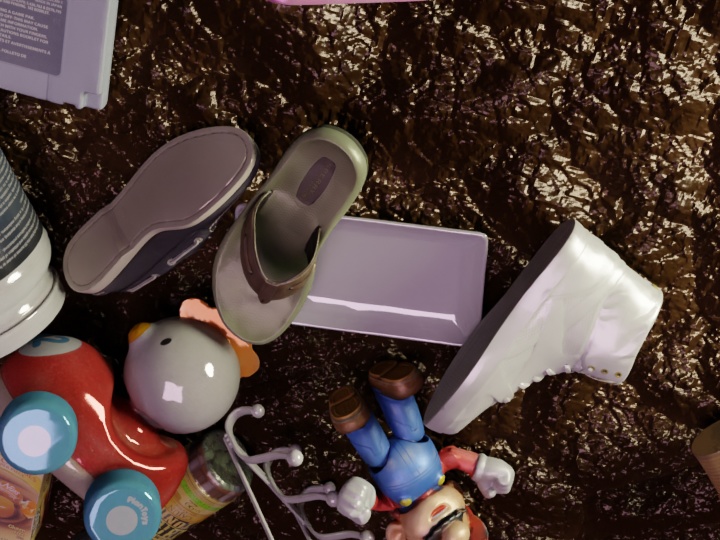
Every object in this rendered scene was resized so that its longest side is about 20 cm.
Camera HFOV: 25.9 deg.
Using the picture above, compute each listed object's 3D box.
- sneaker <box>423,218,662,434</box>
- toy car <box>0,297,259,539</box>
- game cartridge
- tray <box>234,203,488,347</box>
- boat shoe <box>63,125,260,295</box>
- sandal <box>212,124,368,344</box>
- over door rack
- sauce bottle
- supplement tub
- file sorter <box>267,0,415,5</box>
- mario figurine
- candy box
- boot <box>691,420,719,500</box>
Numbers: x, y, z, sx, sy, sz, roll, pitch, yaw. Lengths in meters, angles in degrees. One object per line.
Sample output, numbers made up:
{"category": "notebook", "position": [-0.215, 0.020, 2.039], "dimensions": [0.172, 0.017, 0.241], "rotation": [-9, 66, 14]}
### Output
{"category": "sneaker", "position": [0.145, 0.071, 1.201], "dimensions": [0.115, 0.074, 0.200], "rotation": [35, 109, -11]}
{"category": "toy car", "position": [-0.176, 0.088, 1.270], "dimensions": [0.200, 0.184, 0.177], "rotation": [-43, 107, 3]}
{"category": "game cartridge", "position": [-0.276, -0.203, 1.158], "dimensions": [0.199, 0.042, 0.134], "rotation": [16, 120, 2]}
{"category": "tray", "position": [0.000, 0.000, 1.235], "dimensions": [0.199, 0.022, 0.108], "rotation": [7, 124, 8]}
{"category": "boat shoe", "position": [-0.147, -0.045, 1.230], "dimensions": [0.200, 0.073, 0.063], "rotation": [-35, 152, 24]}
{"category": "sandal", "position": [-0.061, -0.022, 1.186], "dimensions": [0.079, 0.057, 0.202], "rotation": [25, 124, -4]}
{"category": "over door rack", "position": [-0.040, 0.217, 1.261], "dimensions": [0.066, 0.201, 0.148], "rotation": [-27, 134, 10]}
{"category": "sauce bottle", "position": [-0.181, 0.211, 1.387], "dimensions": [0.065, 0.065, 0.200], "rotation": [44, 122, -16]}
{"category": "supplement tub", "position": [-0.327, -0.037, 1.212], "dimensions": [0.140, 0.141, 0.201], "rotation": [-14, 118, 20]}
{"category": "file sorter", "position": [-0.008, -0.276, 0.963], "dimensions": [0.138, 0.126, 0.201], "rotation": [-6, 126, -21]}
{"category": "mario figurine", "position": [0.054, 0.176, 1.285], "dimensions": [0.123, 0.106, 0.201], "rotation": [-17, 118, 19]}
{"category": "candy box", "position": [-0.374, 0.165, 1.405], "dimensions": [0.199, 0.055, 0.116], "rotation": [20, 125, 0]}
{"category": "boot", "position": [0.375, 0.149, 1.227], "dimensions": [0.201, 0.071, 0.144], "rotation": [-29, 118, 31]}
